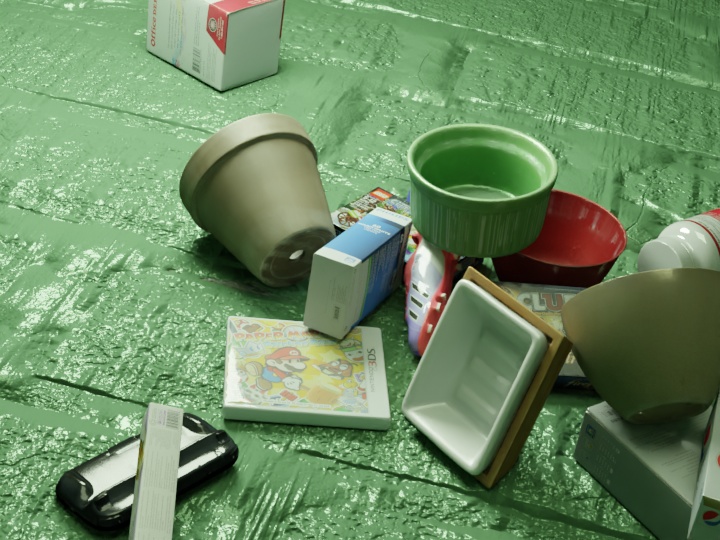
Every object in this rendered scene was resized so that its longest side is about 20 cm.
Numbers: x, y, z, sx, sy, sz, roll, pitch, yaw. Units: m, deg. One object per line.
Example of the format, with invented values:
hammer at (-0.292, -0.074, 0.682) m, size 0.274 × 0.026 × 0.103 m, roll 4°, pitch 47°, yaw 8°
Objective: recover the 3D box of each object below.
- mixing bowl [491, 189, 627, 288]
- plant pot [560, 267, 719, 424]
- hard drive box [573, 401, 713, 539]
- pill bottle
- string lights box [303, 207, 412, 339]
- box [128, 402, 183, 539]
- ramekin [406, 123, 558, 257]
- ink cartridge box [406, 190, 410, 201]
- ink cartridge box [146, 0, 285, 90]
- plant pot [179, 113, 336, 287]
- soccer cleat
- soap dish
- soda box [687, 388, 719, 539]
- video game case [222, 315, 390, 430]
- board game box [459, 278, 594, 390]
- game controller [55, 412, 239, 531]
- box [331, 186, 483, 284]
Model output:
mixing bowl at (0.260, -0.018, 1.835) m, size 0.198 × 0.109 × 0.201 m, roll 5°, pitch 33°, yaw -3°
plant pot at (0.333, 0.096, 1.495) m, size 0.198 × 0.201 × 0.136 m, roll 0°, pitch 67°, yaw -14°
hard drive box at (0.369, 0.225, 1.523) m, size 0.155 × 0.077 × 0.200 m, roll -14°, pitch 39°, yaw -30°
pill bottle at (0.493, -0.024, 1.898) m, size 0.199 × 0.113 × 0.112 m, roll -17°, pitch 41°, yaw -34°
string lights box at (0.000, 0.000, 1.727) m, size 0.058 × 0.104 × 0.200 m, roll 19°, pitch 26°, yaw 18°
box at (-0.211, 0.229, 1.359) m, size 0.041 × 0.039 × 0.201 m, roll 12°, pitch 47°, yaw -16°
ramekin at (0.157, -0.103, 1.755) m, size 0.197 × 0.099 × 0.201 m, roll 2°, pitch 35°, yaw -1°
ink cartridge box at (0.174, -0.120, 2.032) m, size 0.198 × 0.041 × 0.200 m, roll 12°, pitch 33°, yaw 4°
ink cartridge box at (-0.253, -0.426, 2.294) m, size 0.199 × 0.147 × 0.144 m, roll 31°, pitch 39°, yaw 30°
plant pot at (-0.121, -0.079, 1.789) m, size 0.198 × 0.201 × 0.174 m, roll -14°, pitch 56°, yaw -31°
soccer cleat at (0.084, 0.029, 1.741) m, size 0.076 × 0.067 × 0.201 m, roll 1°, pitch 52°, yaw 22°
soap dish at (0.147, 0.122, 1.530) m, size 0.081 × 0.202 × 0.157 m, roll 6°, pitch 24°, yaw -47°
soda box at (0.399, 0.212, 1.421) m, size 0.067 × 0.064 × 0.200 m, roll 16°, pitch 34°, yaw 11°
video game case at (-0.067, 0.122, 1.621) m, size 0.198 × 0.023 × 0.183 m, roll 5°, pitch 33°, yaw -7°
board game box at (0.223, 0.082, 1.698) m, size 0.198 × 0.035 × 0.137 m, roll 4°, pitch 56°, yaw -8°
game controller at (-0.229, 0.214, 1.438) m, size 0.104 × 0.043 × 0.199 m, roll 18°, pitch 31°, yaw 40°
box at (0.062, -0.043, 1.889) m, size 0.199 × 0.038 × 0.136 m, roll 28°, pitch 38°, yaw 26°
